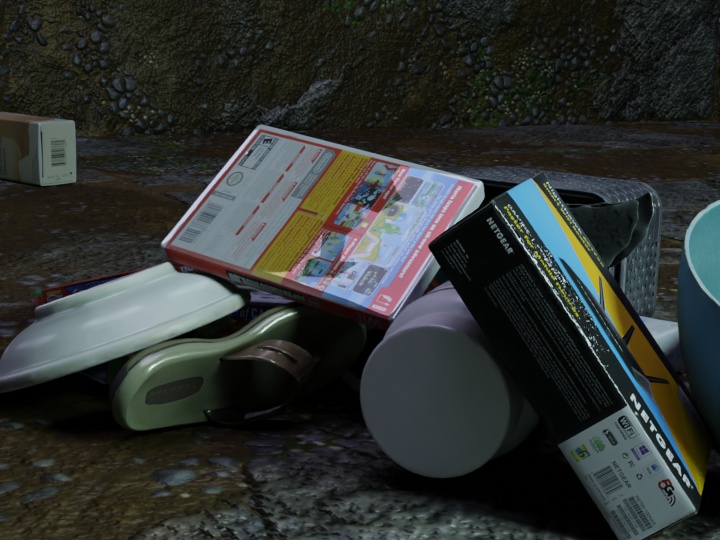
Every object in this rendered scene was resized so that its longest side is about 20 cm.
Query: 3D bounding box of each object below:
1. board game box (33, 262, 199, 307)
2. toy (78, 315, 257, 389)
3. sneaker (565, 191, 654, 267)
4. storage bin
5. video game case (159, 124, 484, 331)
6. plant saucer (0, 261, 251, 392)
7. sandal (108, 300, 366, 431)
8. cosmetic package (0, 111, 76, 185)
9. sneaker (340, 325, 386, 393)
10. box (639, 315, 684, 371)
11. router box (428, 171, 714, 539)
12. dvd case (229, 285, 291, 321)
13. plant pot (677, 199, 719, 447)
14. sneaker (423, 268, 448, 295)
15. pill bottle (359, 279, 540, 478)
[{"bbox_3d":[-0.189,0.007,1.136,0.199,0.020,0.103,-12,1,-5],"label":"board game box"},{"bbox_3d":[-0.105,0.060,0.964,0.115,0.047,0.200,13,17,42],"label":"toy"},{"bbox_3d":[0.147,-0.023,1.053,0.199,0.105,0.060,10,15,37],"label":"sneaker"},{"bbox_3d":[0.166,-0.019,1.155,0.200,0.136,0.094,11,15,39],"label":"storage bin"},{"bbox_3d":[-0.028,-0.036,0.914,0.200,0.017,0.143,17,54,26],"label":"video game case"},{"bbox_3d":[-0.182,0.033,0.919,0.200,0.050,0.200,-19,3,1],"label":"plant saucer"},{"bbox_3d":[-0.075,0.077,0.856,0.201,0.080,0.057,-16,37,-37],"label":"sandal"},{"bbox_3d":[-0.552,-0.200,2.031,0.200,0.106,0.071,9,14,40],"label":"cosmetic package"},{"bbox_3d":[0.000,0.000,0.958,0.073,0.112,0.200,-12,39,-7],"label":"sneaker"},{"bbox_3d":[0.143,0.058,1.021,0.200,0.041,0.156,10,15,40],"label":"box"},{"bbox_3d":[0.130,0.043,0.734,0.051,0.200,0.149,-34,-1,22],"label":"router box"},{"bbox_3d":[-0.081,0.031,1.107,0.199,0.025,0.150,3,2,14],"label":"dvd case"},{"bbox_3d":[0.277,0.059,0.741,0.199,0.135,0.200,4,34,-3],"label":"plant pot"},{"bbox_3d":[0.076,-0.003,1.007,0.071,0.080,0.200,-6,12,-28],"label":"sneaker"},{"bbox_3d":[0.078,0.060,0.825,0.113,0.114,0.200,6,13,21],"label":"pill bottle"}]
